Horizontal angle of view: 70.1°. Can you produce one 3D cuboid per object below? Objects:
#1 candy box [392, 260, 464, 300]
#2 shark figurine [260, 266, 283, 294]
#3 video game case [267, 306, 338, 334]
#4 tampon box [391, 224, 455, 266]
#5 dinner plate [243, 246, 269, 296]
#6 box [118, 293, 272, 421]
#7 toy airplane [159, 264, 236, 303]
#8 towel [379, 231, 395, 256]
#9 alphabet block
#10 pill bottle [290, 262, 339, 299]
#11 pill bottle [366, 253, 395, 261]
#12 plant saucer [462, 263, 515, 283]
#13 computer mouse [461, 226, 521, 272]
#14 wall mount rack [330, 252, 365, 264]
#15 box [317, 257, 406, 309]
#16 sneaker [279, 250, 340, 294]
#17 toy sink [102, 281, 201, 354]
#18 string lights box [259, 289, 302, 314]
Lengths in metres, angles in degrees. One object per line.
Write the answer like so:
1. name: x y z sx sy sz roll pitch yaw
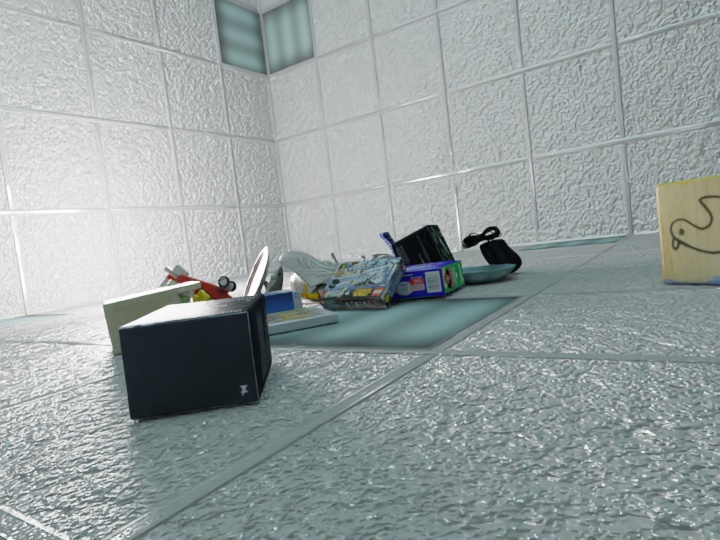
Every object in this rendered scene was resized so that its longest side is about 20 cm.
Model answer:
1. candy box: 0.169 0.024 1.363 0.167 0.078 0.199 -7 4 27
2. shark figurine: -0.253 0.083 1.498 0.088 0.130 0.214 18 -24 -19
3. video game case: -0.169 0.110 1.126 0.197 0.023 0.182 -9 4 -22
4. tampon box: 0.201 -0.047 1.587 0.125 0.152 0.200 -27 -4 19
5. dinner plate: -0.307 0.027 1.527 0.024 0.203 0.200 20 -7 -21
6. box: -0.200 0.101 0.668 0.146 0.109 0.200 -7 4 -5
7. toy airplane: -0.437 0.069 1.340 0.199 0.143 0.198 25 -14 -38
8. towel: 0.127 -0.044 1.715 0.024 0.201 0.145 -35 5 -2
9. alphabet block: 0.723 -0.085 0.996 0.194 0.204 0.195 -9 4 -27
10. pill bottle: -0.132 0.034 1.548 0.108 0.111 0.199 -10 5 -35
11. pill bottle: 0.072 -0.005 1.776 0.104 0.108 0.200 -7 4 -7
12. plant saucer: 0.353 0.012 1.498 0.197 0.039 0.201 -7 4 1
13. computer mouse: 0.416 -0.045 1.578 0.199 0.053 0.138 37 -36 -23
14. wall mount rack: 0.000 0.000 1.521 0.198 0.076 0.173 25 17 33
15. box: 0.004 0.034 1.282 0.198 0.040 0.138 -4 41 37
16. sneaker: -0.140 0.010 1.408 0.197 0.101 0.078 16 -15 12
17. toy sink: -0.443 0.101 1.116 0.198 0.114 0.130 -15 7 -28
18. string lights box: -0.257 0.092 1.295 0.198 0.060 0.102 -10 4 -38
